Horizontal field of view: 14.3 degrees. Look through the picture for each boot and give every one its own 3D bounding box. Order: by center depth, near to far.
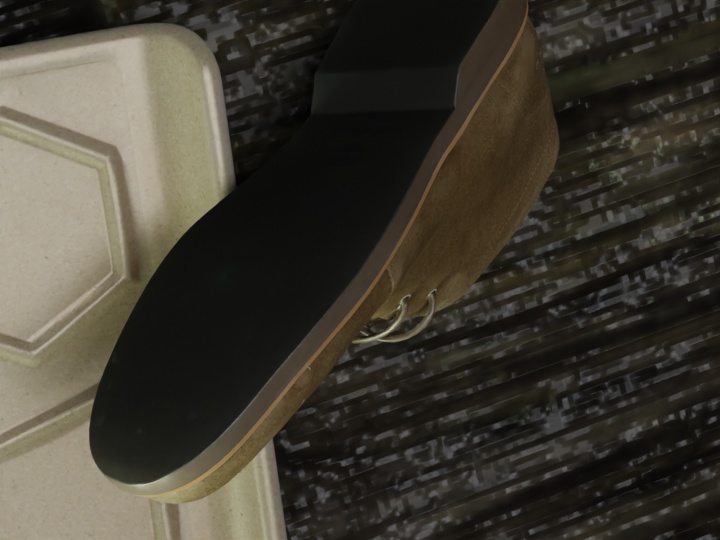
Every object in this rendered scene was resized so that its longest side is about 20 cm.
[{"bbox_3d":[0.000,0.000,0.807,0.200,0.074,0.075,-54,134,-30],"label":"boot"}]

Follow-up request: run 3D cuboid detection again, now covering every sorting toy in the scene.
[{"bbox_3d":[-0.129,0.034,0.821,0.200,0.036,0.185,-10,103,-12],"label":"sorting toy"}]
